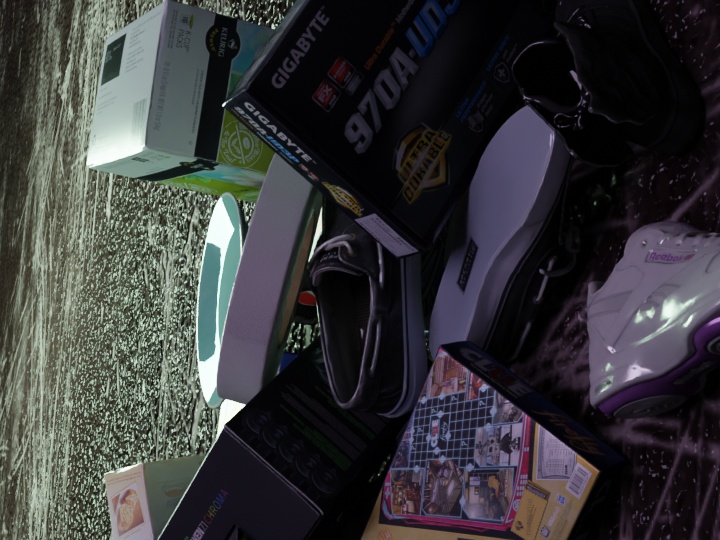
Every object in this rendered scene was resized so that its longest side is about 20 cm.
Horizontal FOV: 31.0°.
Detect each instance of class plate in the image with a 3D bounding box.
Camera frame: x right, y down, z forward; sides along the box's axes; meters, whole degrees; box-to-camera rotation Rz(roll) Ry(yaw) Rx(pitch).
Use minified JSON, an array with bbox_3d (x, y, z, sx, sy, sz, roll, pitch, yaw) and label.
[{"bbox_3d":[-0.123,0.029,1.221,0.200,0.025,0.204,-175,90,-72],"label":"plate"}]

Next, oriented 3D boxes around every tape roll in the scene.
[{"bbox_3d":[-0.065,0.003,0.980,0.203,0.036,0.206,14,-90,-89],"label":"tape roll"}]

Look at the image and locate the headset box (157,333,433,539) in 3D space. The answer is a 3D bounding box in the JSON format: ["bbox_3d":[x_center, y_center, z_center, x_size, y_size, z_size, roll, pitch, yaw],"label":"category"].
[{"bbox_3d":[-0.051,0.148,0.958,0.092,0.200,0.175,39,129,8],"label":"headset box"}]

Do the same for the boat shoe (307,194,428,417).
[{"bbox_3d":[0.000,0.000,0.900,0.072,0.070,0.203,-25,70,39],"label":"boat shoe"}]

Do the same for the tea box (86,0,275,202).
[{"bbox_3d":[-0.132,-0.149,1.221,0.199,0.194,0.136,-1,80,64],"label":"tea box"}]

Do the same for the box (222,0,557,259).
[{"bbox_3d":[0.026,-0.135,0.858,0.201,0.159,0.046,-57,19,-22],"label":"box"}]

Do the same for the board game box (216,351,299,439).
[{"bbox_3d":[-0.093,0.175,1.216,0.134,0.044,0.204,1,84,64],"label":"board game box"}]

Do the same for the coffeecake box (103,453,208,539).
[{"bbox_3d":[-0.114,0.252,1.062,0.073,0.152,0.203,-22,74,50],"label":"coffeecake box"}]

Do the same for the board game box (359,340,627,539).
[{"bbox_3d":[0.072,0.166,0.834,0.135,0.034,0.202,37,118,32],"label":"board game box"}]

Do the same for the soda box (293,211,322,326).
[{"bbox_3d":[-0.027,-0.022,1.120,0.200,0.062,0.072,-40,48,53],"label":"soda box"}]

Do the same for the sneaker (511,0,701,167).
[{"bbox_3d":[0.134,-0.126,0.778,0.060,0.103,0.201,-63,32,33],"label":"sneaker"}]

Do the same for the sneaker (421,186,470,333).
[{"bbox_3d":[0.041,-0.058,0.969,0.077,0.084,0.204,-16,67,61],"label":"sneaker"}]

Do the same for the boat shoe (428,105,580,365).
[{"bbox_3d":[0.106,-0.015,0.843,0.074,0.067,0.202,-121,40,-51],"label":"boat shoe"}]

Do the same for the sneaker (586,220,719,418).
[{"bbox_3d":[0.177,0.005,0.684,0.200,0.074,0.101,-42,47,52],"label":"sneaker"}]

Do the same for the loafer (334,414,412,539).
[{"bbox_3d":[0.038,0.178,0.924,0.202,0.072,0.073,-64,36,34],"label":"loafer"}]
